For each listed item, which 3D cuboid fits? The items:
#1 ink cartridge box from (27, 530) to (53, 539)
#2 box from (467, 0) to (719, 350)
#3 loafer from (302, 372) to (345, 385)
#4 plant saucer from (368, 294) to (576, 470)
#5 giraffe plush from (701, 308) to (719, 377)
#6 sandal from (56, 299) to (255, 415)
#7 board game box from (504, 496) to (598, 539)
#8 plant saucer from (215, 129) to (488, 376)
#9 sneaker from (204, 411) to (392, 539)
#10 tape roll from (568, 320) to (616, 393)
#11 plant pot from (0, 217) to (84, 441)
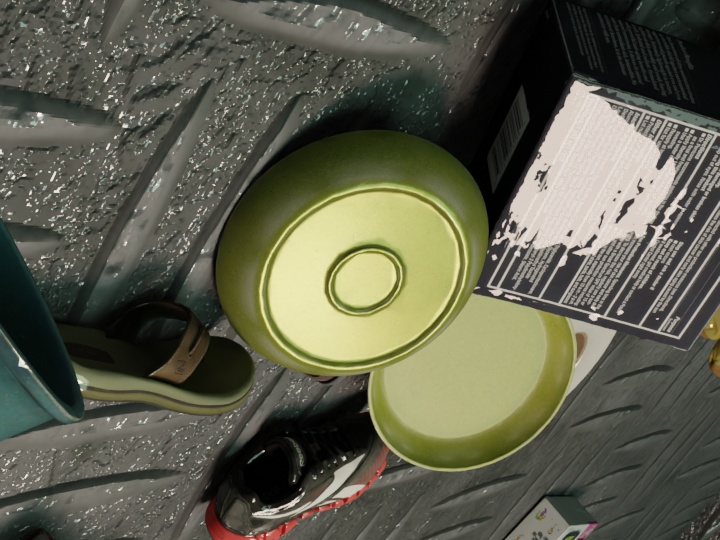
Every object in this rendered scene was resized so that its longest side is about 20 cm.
[{"bbox_3d":[-0.243,0.324,0.918,0.144,0.084,0.201,-36,129,-14],"label":"ink cartridge box"},{"bbox_3d":[0.197,-0.068,0.901,0.196,0.124,0.201,16,128,-12],"label":"box"},{"bbox_3d":[-0.003,-0.008,0.887,0.063,0.072,0.201,18,110,-38],"label":"loafer"},{"bbox_3d":[0.098,0.088,1.079,0.197,0.031,0.202,-8,118,-15],"label":"plant saucer"},{"bbox_3d":[0.558,0.038,1.628,0.162,0.171,0.202,-31,117,-42],"label":"giraffe plush"},{"bbox_3d":[-0.132,0.050,0.774,0.200,0.079,0.058,14,105,-58],"label":"sandal"},{"bbox_3d":[0.262,0.441,1.847,0.200,0.064,0.147,-50,152,13],"label":"board game box"},{"bbox_3d":[0.000,0.000,0.827,0.197,0.031,0.202,-9,126,-12],"label":"plant saucer"},{"bbox_3d":[-0.044,0.172,1.058,0.199,0.071,0.098,-25,149,-30],"label":"sneaker"},{"bbox_3d":[0.172,0.080,1.221,0.201,0.071,0.203,-32,150,-21],"label":"tape roll"},{"bbox_3d":[-0.243,0.021,0.474,0.195,0.201,0.201,-30,151,-8],"label":"plant pot"}]
